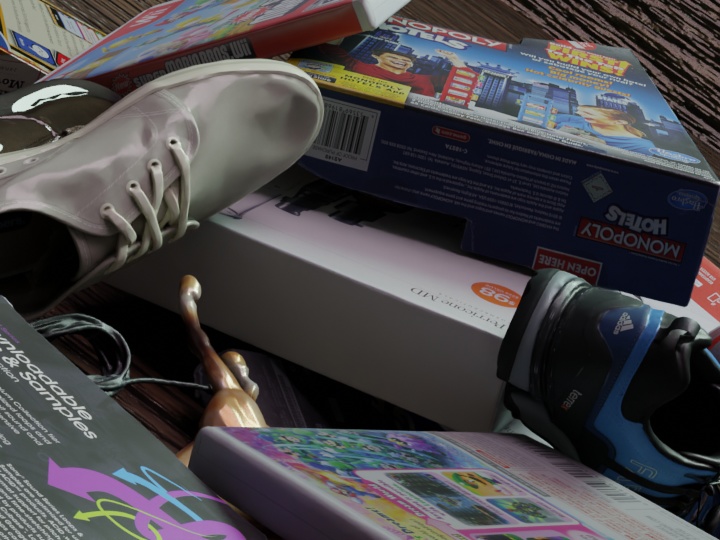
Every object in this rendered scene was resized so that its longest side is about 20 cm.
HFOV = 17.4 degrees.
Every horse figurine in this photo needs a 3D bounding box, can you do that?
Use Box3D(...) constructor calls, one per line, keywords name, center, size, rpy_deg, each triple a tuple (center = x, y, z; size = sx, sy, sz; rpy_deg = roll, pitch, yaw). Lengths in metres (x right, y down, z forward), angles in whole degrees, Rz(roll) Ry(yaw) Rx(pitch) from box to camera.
Box3D(name="horse figurine", center=(-0.019, 0.085, 0.907), size=(0.199, 0.050, 0.133), rpy_deg=(35, 25, -22))

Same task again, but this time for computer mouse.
Box3D(name="computer mouse", center=(-0.072, 0.056, 0.959), size=(0.199, 0.034, 0.059), rpy_deg=(16, 41, -40))

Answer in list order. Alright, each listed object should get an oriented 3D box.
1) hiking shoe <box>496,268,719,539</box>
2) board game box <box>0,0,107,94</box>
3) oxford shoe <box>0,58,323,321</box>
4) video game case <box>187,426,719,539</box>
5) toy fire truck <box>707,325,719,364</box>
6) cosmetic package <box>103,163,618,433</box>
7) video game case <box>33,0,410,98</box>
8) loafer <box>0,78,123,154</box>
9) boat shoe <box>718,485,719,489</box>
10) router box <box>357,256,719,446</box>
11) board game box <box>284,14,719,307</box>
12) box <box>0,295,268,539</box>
Box3D(name="hiking shoe", center=(0.124, 0.079, 0.974), size=(0.086, 0.075, 0.200), rpy_deg=(14, -24, 34))
Box3D(name="board game box", center=(-0.170, -0.103, 1.229), size=(0.199, 0.046, 0.152), rpy_deg=(29, 14, -22))
Box3D(name="oxford shoe", center=(-0.095, -0.028, 0.937), size=(0.199, 0.076, 0.058), rpy_deg=(-22, 40, -27))
Box3D(name="video game case", center=(0.067, 0.102, 0.818), size=(0.181, 0.024, 0.199), rpy_deg=(5, 17, -47))
Box3D(name="toy fire truck", center=(0.213, 0.117, 1.007), size=(0.201, 0.049, 0.141), rpy_deg=(57, 3, -7))
Box3D(name="cosmetic package", center=(0.000, 0.000, 1.048), size=(0.199, 0.052, 0.151), rpy_deg=(22, 22, 18))
Box3D(name="video game case", center=(-0.052, -0.121, 1.122), size=(0.143, 0.199, 0.018), rpy_deg=(-45, 118, -55))
Box3D(name="loafer", center=(-0.148, -0.034, 1.014), size=(0.071, 0.073, 0.200), rpy_deg=(44, 25, 21))
Box3D(name="boat shoe", center=(0.187, 0.135, 1.200), size=(0.200, 0.065, 0.072), rpy_deg=(37, 14, 14))
Box3D(name="router box", center=(0.085, 0.034, 1.133), size=(0.179, 0.049, 0.200), rpy_deg=(-27, 52, -28))
Box3D(name="board game box", center=(0.067, -0.066, 1.105), size=(0.198, 0.062, 0.200), rpy_deg=(15, 20, 4))
Box3D(name="box", center=(-0.135, 0.063, 0.734), size=(0.143, 0.036, 0.200), rpy_deg=(40, 21, 24))
